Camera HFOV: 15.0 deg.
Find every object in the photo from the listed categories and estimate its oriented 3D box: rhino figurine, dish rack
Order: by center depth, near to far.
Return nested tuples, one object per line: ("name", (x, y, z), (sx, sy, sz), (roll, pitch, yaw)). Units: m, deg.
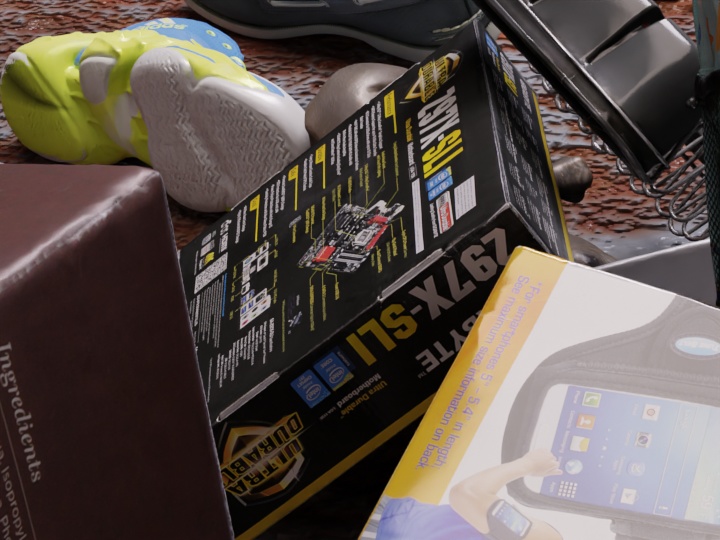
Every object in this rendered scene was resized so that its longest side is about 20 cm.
("dish rack", (0.111, -0.064, 1.071), (0.054, 0.200, 0.154), (-39, 54, 3))
("rhino figurine", (0.050, -0.026, 1.144), (0.087, 0.060, 0.200), (-7, 38, -38))

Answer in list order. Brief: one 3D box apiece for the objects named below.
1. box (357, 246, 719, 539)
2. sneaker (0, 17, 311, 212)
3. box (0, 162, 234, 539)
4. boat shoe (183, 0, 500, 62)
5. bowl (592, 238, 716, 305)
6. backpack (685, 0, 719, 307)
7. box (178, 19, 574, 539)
("box", (0.112, 0.074, 0.810), (0.199, 0.042, 0.119), (16, 60, 25))
("sneaker", (-0.073, -0.085, 1.273), (0.199, 0.076, 0.105), (18, 33, 39))
("box", (-0.161, 0.078, 0.831), (0.165, 0.165, 0.200), (2, 25, 29))
("boat shoe", (-0.018, -0.159, 1.412), (0.199, 0.062, 0.073), (16, 56, 32))
("bowl", (0.155, 0.059, 0.946), (0.198, 0.075, 0.200), (-13, 28, -18))
("backpack", (0.194, -0.072, 0.899), (0.176, 0.201, 0.151), (-7, 10, -3))
("box", (0.000, 0.000, 1.019), (0.159, 0.049, 0.200), (-36, 20, 13))
